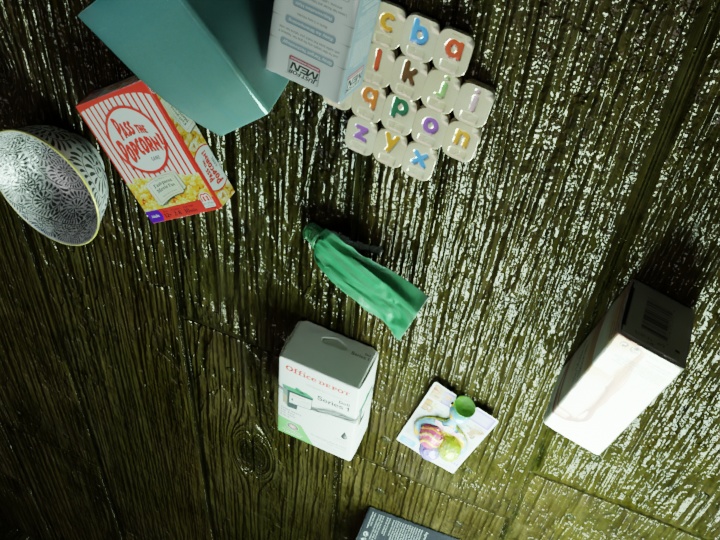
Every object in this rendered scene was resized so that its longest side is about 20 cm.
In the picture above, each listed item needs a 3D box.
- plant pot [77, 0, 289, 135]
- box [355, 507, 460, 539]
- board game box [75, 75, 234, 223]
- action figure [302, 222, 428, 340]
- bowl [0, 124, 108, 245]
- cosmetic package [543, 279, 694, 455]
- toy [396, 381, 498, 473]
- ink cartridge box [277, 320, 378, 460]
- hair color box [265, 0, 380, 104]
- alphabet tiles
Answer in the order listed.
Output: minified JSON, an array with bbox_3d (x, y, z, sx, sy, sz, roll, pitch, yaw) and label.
[{"bbox_3d":[-0.176,-0.266,0.847,0.139,0.143,0.201,-12,129,37],"label":"plant pot"},{"bbox_3d":[0.088,0.595,1.475,0.196,0.118,0.200,13,134,18],"label":"box"},{"bbox_3d":[-0.287,-0.171,1.060,0.149,0.047,0.202,-8,124,35],"label":"board game box"},{"bbox_3d":[0.000,0.000,1.038,0.199,0.055,0.119,38,139,5],"label":"action figure"},{"bbox_3d":[-0.454,-0.147,1.145,0.196,0.095,0.204,16,134,17],"label":"bowl"},{"bbox_3d":[0.314,0.122,0.927,0.086,0.104,0.202,27,135,7],"label":"cosmetic package"},{"bbox_3d":[0.129,0.269,1.207,0.114,0.047,0.202,30,137,6],"label":"toy"},{"bbox_3d":[-0.057,0.197,1.226,0.143,0.085,0.203,19,136,13],"label":"ink cartridge box"},{"bbox_3d":[-0.032,-0.290,0.777,0.097,0.061,0.203,27,132,13],"label":"hair color box"},{"bbox_3d":[0.051,-0.200,0.857,0.196,0.015,0.198,25,137,9],"label":"alphabet tiles"}]
